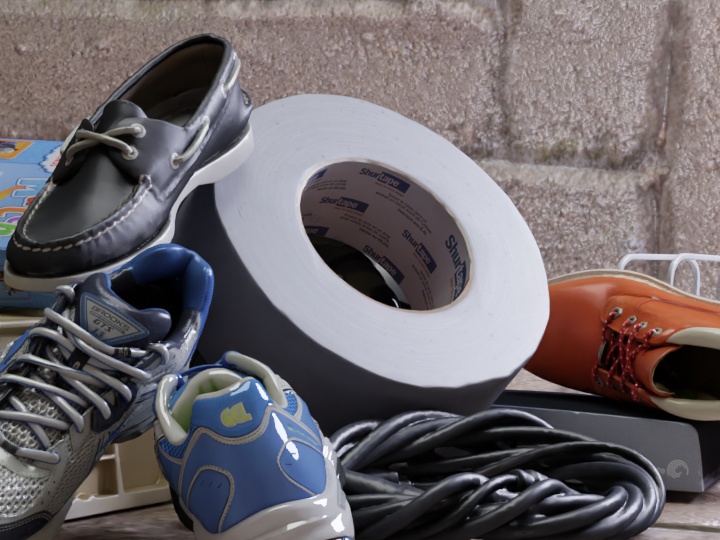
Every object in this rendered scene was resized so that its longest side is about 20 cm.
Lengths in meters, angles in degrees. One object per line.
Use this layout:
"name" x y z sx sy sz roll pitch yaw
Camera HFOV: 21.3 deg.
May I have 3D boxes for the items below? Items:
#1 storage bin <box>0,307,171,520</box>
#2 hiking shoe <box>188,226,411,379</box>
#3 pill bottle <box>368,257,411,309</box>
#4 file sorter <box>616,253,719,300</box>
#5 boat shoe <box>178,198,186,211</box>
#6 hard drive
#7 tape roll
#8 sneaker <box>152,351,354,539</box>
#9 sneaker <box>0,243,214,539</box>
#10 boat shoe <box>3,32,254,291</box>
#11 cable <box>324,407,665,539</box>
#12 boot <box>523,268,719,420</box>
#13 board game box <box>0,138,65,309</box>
"storage bin" -0.217 0.062 0.911 0.200 0.094 0.198 3 1 30
"hiking shoe" -0.038 0.053 1.047 0.101 0.076 0.200 36 50 5
"pill bottle" -0.053 0.035 1.194 0.200 0.117 0.116 -7 -1 15
"file sorter" 0.312 0.051 1.516 0.200 0.125 0.139 3 1 40
"boat shoe" -0.094 0.006 1.117 0.073 0.200 0.065 -2 -25 20
"hard drive" 0.108 0.095 1.099 0.200 0.042 0.135 3 2 20
"tape roll" 0.000 0.000 1.024 0.200 0.200 0.066 1 -40 -33
"sneaker" -0.047 0.068 0.786 0.076 0.077 0.200 -20 9 -11
"sneaker" -0.121 0.043 0.772 0.077 0.085 0.200 36 33 2
"boat shoe" -0.108 -0.054 0.905 0.074 0.060 0.200 10 30 24
"cable" 0.053 0.096 0.887 0.200 0.051 0.163 3 2 -15
"boot" 0.157 0.043 1.079 0.200 0.075 0.107 7 8 30
"board game box" -0.223 -0.030 0.980 0.200 0.037 0.151 3 23 10
